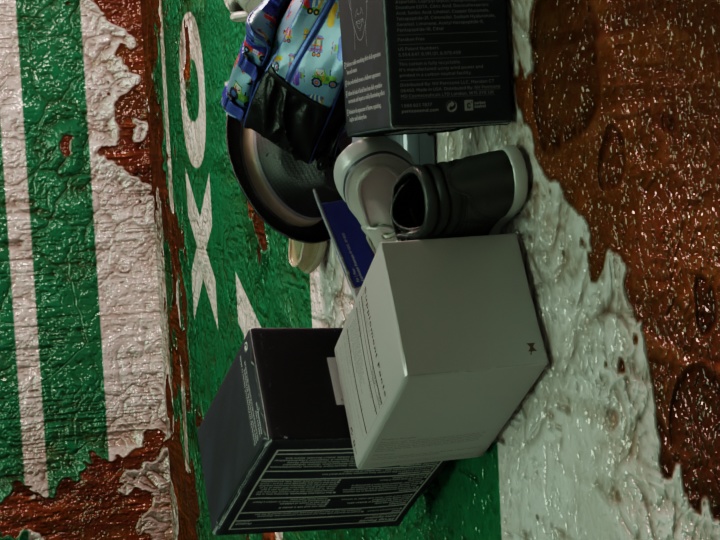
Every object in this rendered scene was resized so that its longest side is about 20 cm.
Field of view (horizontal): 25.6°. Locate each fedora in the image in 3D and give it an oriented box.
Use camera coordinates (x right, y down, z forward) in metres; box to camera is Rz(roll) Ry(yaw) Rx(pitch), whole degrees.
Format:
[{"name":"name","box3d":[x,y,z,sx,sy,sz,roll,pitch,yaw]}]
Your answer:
[{"name":"fedora","box3d":[-0.052,-0.135,1.690,0.091,0.200,0.202,-26,66,42]}]

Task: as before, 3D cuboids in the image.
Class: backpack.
[{"name":"backpack","box3d":[-0.029,-0.226,1.487,0.183,0.134,0.201,-60,-3,-41]}]

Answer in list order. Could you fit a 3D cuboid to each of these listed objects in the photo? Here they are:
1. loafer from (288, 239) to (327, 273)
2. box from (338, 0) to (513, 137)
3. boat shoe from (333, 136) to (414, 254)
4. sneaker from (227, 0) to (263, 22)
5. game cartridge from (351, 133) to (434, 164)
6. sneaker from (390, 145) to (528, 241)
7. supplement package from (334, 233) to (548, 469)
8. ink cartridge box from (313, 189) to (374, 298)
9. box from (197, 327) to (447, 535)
[{"name":"loafer","box3d":[-0.077,-0.092,1.902,0.076,0.068,0.202,-124,33,-62]},{"name":"box","box3d":[0.049,-0.216,1.318,0.148,0.106,0.202,-169,74,-75]},{"name":"boat shoe","box3d":[0.034,-0.039,1.398,0.066,0.072,0.200,62,177,37]},{"name":"sneaker","box3d":[-0.114,-0.353,1.951,0.200,0.080,0.076,128,137,-67]},{"name":"game cartridge","box3d":[0.029,-0.092,1.568,0.200,0.040,0.135,-150,54,-73]},{"name":"sneaker","box3d":[0.065,-0.040,1.320,0.200,0.098,0.071,113,147,-63]},{"name":"supplement package","box3d":[0.062,0.070,1.318,0.200,0.120,0.121,114,149,-60]},{"name":"ink cartridge box","box3d":[0.000,0.000,1.525,0.200,0.037,0.095,65,-178,-64]},{"name":"box","box3d":[-0.032,0.151,1.491,0.199,0.198,0.124,121,144,-50]}]
